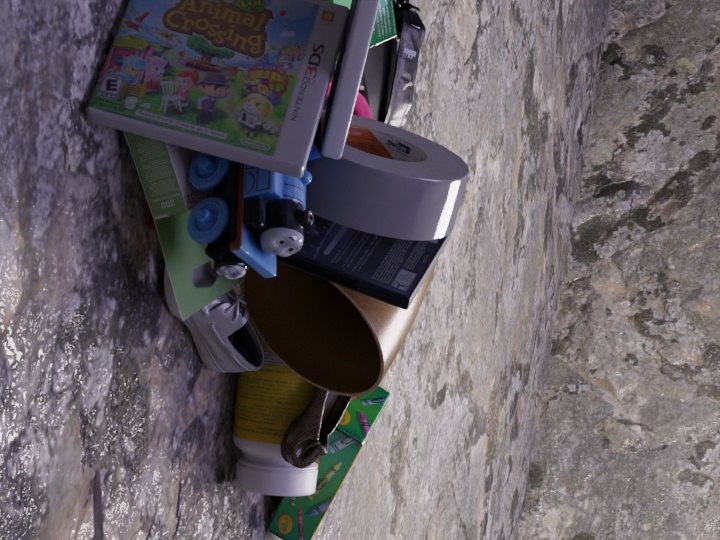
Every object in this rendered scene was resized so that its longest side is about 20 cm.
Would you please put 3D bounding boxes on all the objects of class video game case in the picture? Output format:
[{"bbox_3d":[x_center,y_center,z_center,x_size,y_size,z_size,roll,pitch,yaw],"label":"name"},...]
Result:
[{"bbox_3d":[-0.021,-0.037,1.282,0.143,0.198,0.019,-55,161,-53],"label":"video game case"},{"bbox_3d":[-0.004,-0.225,1.222,0.183,0.022,0.202,-91,-166,-71],"label":"video game case"},{"bbox_3d":[-0.125,-0.189,1.153,0.022,0.198,0.184,104,1,-63],"label":"video game case"}]

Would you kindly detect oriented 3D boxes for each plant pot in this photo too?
[{"bbox_3d":[0.000,0.000,1.384,0.200,0.185,0.188,-48,143,-36],"label":"plant pot"}]

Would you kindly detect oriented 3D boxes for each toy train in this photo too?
[{"bbox_3d":[-0.096,-0.090,1.183,0.087,0.113,0.202,40,43,-53],"label":"toy train"}]

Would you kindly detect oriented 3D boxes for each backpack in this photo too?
[{"bbox_3d":[-0.029,-0.223,1.498,0.199,0.153,0.193,-23,112,-54],"label":"backpack"}]

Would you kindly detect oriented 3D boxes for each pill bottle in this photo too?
[{"bbox_3d":[-0.090,0.154,1.480,0.114,0.113,0.203,7,88,-71],"label":"pill bottle"}]

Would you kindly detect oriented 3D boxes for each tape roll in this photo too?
[{"bbox_3d":[0.009,-0.100,1.300,0.200,0.199,0.067,-35,145,-66],"label":"tape roll"}]

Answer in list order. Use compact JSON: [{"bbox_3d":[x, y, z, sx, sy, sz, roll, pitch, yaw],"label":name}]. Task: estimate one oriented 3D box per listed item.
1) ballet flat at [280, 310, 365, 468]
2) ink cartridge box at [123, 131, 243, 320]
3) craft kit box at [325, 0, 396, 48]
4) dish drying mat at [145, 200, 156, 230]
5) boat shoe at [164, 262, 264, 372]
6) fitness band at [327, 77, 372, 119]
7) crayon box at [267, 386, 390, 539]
[{"bbox_3d":[-0.026,0.132,1.430,0.067,0.046,0.201,49,60,-38],"label":"ballet flat"},{"bbox_3d":[-0.155,-0.070,1.242,0.145,0.047,0.202,-36,111,-65],"label":"ink cartridge box"},{"bbox_3d":[-0.052,-0.307,1.291,0.197,0.048,0.202,-30,122,-35],"label":"craft kit box"},{"bbox_3d":[-0.168,-0.069,1.327,0.200,0.018,0.078,15,77,-71],"label":"dish drying mat"},{"bbox_3d":[-0.149,0.045,1.339,0.201,0.068,0.072,76,27,-45],"label":"boat shoe"},{"bbox_3d":[-0.062,-0.116,1.397,0.143,0.037,0.202,17,103,-39],"label":"fitness band"},{"bbox_3d":[-0.040,0.242,1.609,0.201,0.058,0.119,-63,175,32],"label":"crayon box"}]
